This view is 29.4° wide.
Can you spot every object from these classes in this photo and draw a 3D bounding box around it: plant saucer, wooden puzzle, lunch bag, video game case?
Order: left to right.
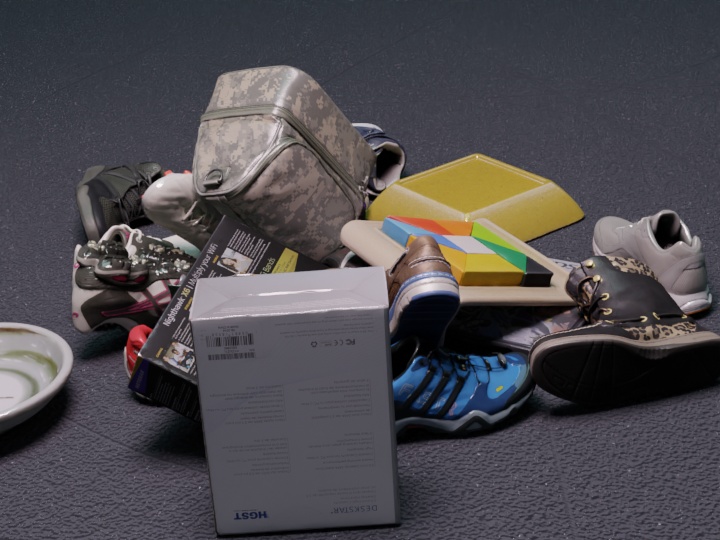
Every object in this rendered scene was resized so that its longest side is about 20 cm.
[{"bbox_3d":[-0.370,0.116,1.307,0.198,0.051,0.201,-4,26,2],"label":"plant saucer"},{"bbox_3d":[-0.087,-0.098,1.490,0.138,0.200,0.169,2,60,34],"label":"lunch bag"},{"bbox_3d":[0.106,-0.014,1.399,0.199,0.038,0.185,-4,29,-38],"label":"wooden puzzle"},{"bbox_3d":[0.136,-0.086,1.662,0.199,0.049,0.199,-20,30,-32],"label":"plant saucer"},{"bbox_3d":[0.160,0.035,1.431,0.179,0.026,0.200,11,29,28],"label":"video game case"}]

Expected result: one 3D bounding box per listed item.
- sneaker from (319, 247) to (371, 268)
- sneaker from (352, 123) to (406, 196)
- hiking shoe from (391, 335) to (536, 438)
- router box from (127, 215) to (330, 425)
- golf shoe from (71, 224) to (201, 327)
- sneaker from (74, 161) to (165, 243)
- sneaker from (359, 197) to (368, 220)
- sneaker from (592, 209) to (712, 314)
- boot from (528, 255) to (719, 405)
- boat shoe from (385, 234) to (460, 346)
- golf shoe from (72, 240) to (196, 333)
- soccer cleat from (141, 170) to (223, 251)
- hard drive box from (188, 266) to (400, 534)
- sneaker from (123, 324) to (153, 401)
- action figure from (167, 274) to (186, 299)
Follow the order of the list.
[{"bbox_3d":[0.000,0.000,1.473,0.097,0.071,0.201,-9,19,8],"label":"sneaker"},{"bbox_3d":[-0.039,-0.142,1.768,0.200,0.078,0.146,-10,23,-16],"label":"sneaker"},{"bbox_3d":[0.069,0.099,1.232,0.198,0.087,0.075,-12,33,-14],"label":"hiking shoe"},{"bbox_3d":[-0.099,0.059,1.256,0.156,0.052,0.201,27,46,0],"label":"router box"},{"bbox_3d":[-0.236,-0.013,1.517,0.077,0.089,0.200,12,28,33],"label":"golf shoe"},{"bbox_3d":[-0.288,-0.085,1.686,0.113,0.077,0.200,-10,20,1],"label":"sneaker"},{"bbox_3d":[-0.090,-0.067,1.629,0.198,0.070,0.100,-3,28,3],"label":"sneaker"},{"bbox_3d":[0.314,-0.032,1.470,0.075,0.093,0.200,-12,26,-18],"label":"sneaker"},{"bbox_3d":[0.231,0.052,1.302,0.198,0.074,0.151,-5,34,-16],"label":"boot"},{"bbox_3d":[0.045,0.034,1.269,0.072,0.200,0.073,4,63,-18],"label":"boat shoe"},{"bbox_3d":[-0.222,0.021,1.442,0.077,0.089,0.199,29,16,39],"label":"golf shoe"},{"bbox_3d":[-0.168,-0.052,1.503,0.078,0.069,0.200,51,8,25],"label":"soccer cleat"},{"bbox_3d":[-0.049,0.106,1.107,0.154,0.202,0.077,-3,25,0],"label":"hard drive box"},{"bbox_3d":[-0.129,0.078,1.311,0.198,0.086,0.077,-5,26,-1],"label":"sneaker"},{"bbox_3d":[-0.086,0.046,1.376,0.198,0.118,0.055,10,69,8],"label":"action figure"}]
